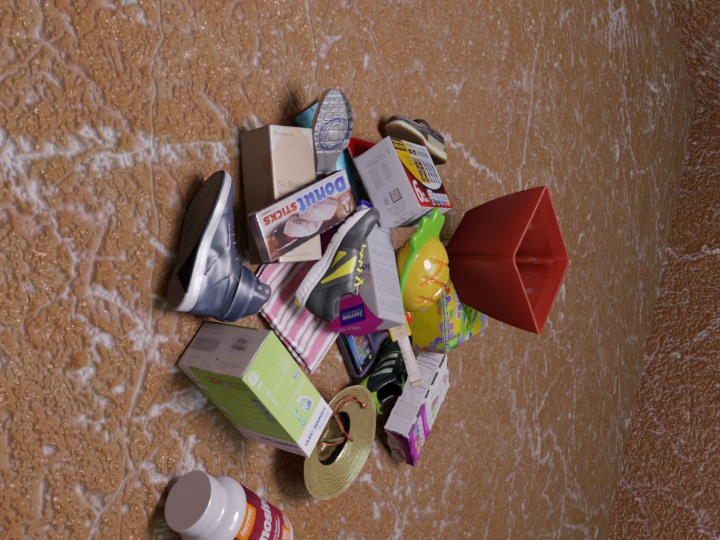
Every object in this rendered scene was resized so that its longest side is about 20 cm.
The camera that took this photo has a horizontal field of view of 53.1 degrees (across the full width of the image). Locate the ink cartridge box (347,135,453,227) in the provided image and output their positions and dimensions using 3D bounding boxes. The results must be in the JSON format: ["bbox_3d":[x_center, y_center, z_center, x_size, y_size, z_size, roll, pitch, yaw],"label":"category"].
[{"bbox_3d":[0.072,-0.175,1.301,0.179,0.083,0.199,66,23,6],"label":"ink cartridge box"}]

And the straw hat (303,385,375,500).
[{"bbox_3d":[-0.059,0.283,1.255,0.199,0.084,0.206,-25,123,-45],"label":"straw hat"}]

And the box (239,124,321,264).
[{"bbox_3d":[-0.123,-0.114,1.113,0.094,0.077,0.206,-7,93,-46],"label":"box"}]

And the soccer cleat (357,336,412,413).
[{"bbox_3d":[0.059,0.194,1.362,0.201,0.079,0.069,-49,138,-37],"label":"soccer cleat"}]

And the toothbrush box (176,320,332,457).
[{"bbox_3d":[-0.153,0.176,1.071,0.087,0.143,0.202,-58,134,-32],"label":"toothbrush box"}]

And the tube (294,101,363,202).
[{"bbox_3d":[-0.049,-0.190,1.256,0.077,0.050,0.203,-44,123,-38],"label":"tube"}]

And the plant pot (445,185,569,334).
[{"bbox_3d":[0.276,-0.022,1.403,0.202,0.173,0.202,-57,134,-34],"label":"plant pot"}]

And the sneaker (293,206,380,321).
[{"bbox_3d":[-0.021,-0.008,1.159,0.202,0.084,0.074,-54,171,8],"label":"sneaker"}]

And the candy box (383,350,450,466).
[{"bbox_3d":[0.120,0.279,1.490,0.202,0.060,0.138,-59,154,-30],"label":"candy box"}]

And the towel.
[{"bbox_3d":[-0.095,0.053,1.206,0.202,0.029,0.147,56,51,-27],"label":"towel"}]

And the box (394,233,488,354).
[{"bbox_3d":[0.170,0.043,1.509,0.191,0.120,0.206,-20,109,-50],"label":"box"}]

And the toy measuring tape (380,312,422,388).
[{"bbox_3d":[0.074,0.124,1.350,0.073,0.073,0.204,5,61,-52],"label":"toy measuring tape"}]

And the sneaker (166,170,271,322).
[{"bbox_3d":[-0.187,-0.026,1.045,0.144,0.076,0.208,21,81,-42],"label":"sneaker"}]

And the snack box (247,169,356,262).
[{"bbox_3d":[-0.083,-0.085,1.079,0.199,0.024,0.074,-34,112,-43],"label":"snack box"}]

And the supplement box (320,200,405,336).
[{"bbox_3d":[0.000,0.000,1.235,0.103,0.099,0.205,18,59,-59],"label":"supplement box"}]

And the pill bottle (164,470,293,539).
[{"bbox_3d":[-0.193,0.376,1.065,0.201,0.111,0.115,51,55,-43],"label":"pill bottle"}]

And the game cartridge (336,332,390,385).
[{"bbox_3d":[0.004,0.108,1.367,0.130,0.038,0.204,-51,132,-43],"label":"game cartridge"}]

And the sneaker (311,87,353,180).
[{"bbox_3d":[-0.067,-0.196,1.173,0.073,0.087,0.205,0,112,-32],"label":"sneaker"}]

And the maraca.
[{"bbox_3d":[0.108,-0.014,1.292,0.137,0.105,0.204,-39,145,-50],"label":"maraca"}]

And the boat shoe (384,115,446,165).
[{"bbox_3d":[0.111,-0.270,1.446,0.199,0.072,0.067,25,63,-55],"label":"boat shoe"}]
